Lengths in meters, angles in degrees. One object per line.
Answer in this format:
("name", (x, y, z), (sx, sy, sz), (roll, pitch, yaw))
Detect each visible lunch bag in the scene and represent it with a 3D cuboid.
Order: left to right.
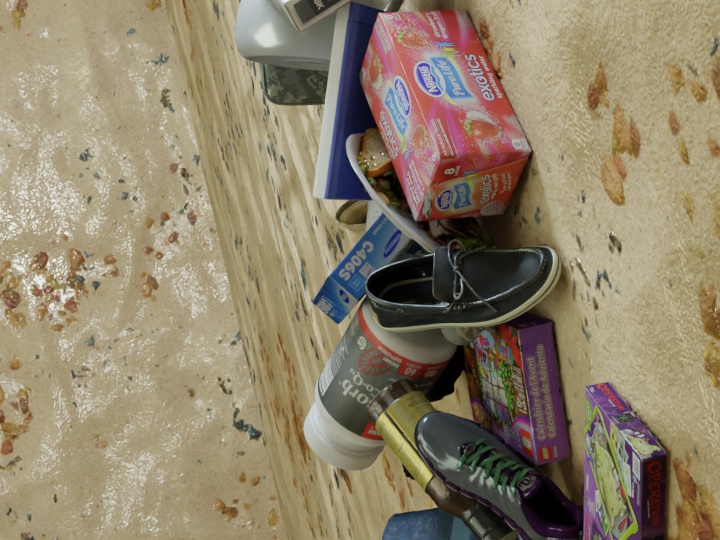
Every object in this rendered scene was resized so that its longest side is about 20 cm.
("lunch bag", (-0.064, -0.317, 1.893), (0.168, 0.138, 0.202), (-83, -12, -71))

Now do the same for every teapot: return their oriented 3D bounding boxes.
("teapot", (-0.048, -0.310, 1.695), (0.197, 0.198, 0.147), (-78, -6, -87))

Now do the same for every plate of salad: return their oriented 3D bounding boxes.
("plate of salad", (0.069, -0.076, 1.491), (0.048, 0.199, 0.201), (-47, 40, 20))

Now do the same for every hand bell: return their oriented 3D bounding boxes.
("hand bell", (0.046, 0.006, 1.832), (0.104, 0.103, 0.201), (-130, 19, -64))

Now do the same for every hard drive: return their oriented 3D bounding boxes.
("hard drive", (0.001, -0.175, 1.559), (0.132, 0.025, 0.202), (-4, -77, -64))

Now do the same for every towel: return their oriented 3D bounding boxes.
("towel", (0.105, 0.299, 1.555), (0.048, 0.199, 0.112), (40, -131, -40))

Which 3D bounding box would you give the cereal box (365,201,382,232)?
("cereal box", (0.045, -0.135, 1.654), (0.144, 0.039, 0.202), (167, 109, -76))

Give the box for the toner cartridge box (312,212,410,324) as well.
("toner cartridge box", (0.000, 0.000, 1.612), (0.043, 0.095, 0.200), (39, 169, 0))

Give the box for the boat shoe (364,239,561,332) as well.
("boat shoe", (0.092, 0.012, 1.384), (0.062, 0.199, 0.075), (49, -140, -45))

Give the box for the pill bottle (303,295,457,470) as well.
("pill bottle", (0.018, 0.122, 1.633), (0.201, 0.115, 0.116), (-61, 36, 34))

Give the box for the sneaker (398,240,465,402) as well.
("sneaker", (0.084, 0.059, 1.695), (0.111, 0.076, 0.201), (-130, 38, -49))

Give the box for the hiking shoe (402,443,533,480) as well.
("hiking shoe", (0.133, 0.200, 1.587), (0.199, 0.100, 0.076), (11, 105, 53))

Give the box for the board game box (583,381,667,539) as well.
("board game box", (0.230, 0.214, 1.294), (0.120, 0.032, 0.201), (-128, 29, -57))

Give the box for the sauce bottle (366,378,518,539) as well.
("sauce bottle", (0.085, 0.203, 1.508), (0.200, 0.064, 0.065), (52, 156, 25))

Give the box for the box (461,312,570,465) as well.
("box", (0.153, 0.107, 1.510), (0.200, 0.039, 0.138), (-155, 54, -74))

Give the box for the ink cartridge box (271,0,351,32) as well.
("ink cartridge box", (-0.012, -0.340, 1.545), (0.044, 0.199, 0.198), (58, 179, -29))

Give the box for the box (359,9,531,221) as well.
("box", (0.079, -0.155, 1.444), (0.096, 0.099, 0.201), (109, 149, -50))

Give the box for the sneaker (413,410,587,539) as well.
("sneaker", (0.142, 0.195, 1.431), (0.199, 0.074, 0.088), (37, 156, 10))

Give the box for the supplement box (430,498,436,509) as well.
("supplement box", (0.144, 0.314, 1.653), (0.201, 0.073, 0.127), (-115, 19, -46))

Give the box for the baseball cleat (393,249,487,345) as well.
("baseball cleat", (0.074, 0.031, 1.510), (0.200, 0.106, 0.070), (-74, -37, -67))
